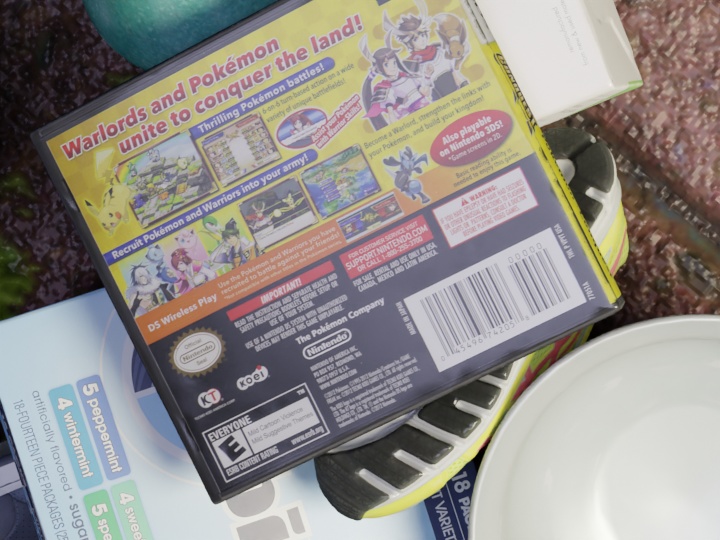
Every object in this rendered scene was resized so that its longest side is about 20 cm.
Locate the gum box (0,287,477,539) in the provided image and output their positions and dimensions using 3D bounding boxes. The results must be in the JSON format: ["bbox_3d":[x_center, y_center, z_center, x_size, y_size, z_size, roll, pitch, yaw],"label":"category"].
[{"bbox_3d":[-0.057,0.077,1.241,0.200,0.045,0.170,-19,91,-11],"label":"gum box"}]

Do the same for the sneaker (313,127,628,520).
[{"bbox_3d":[0.060,0.037,1.212,0.078,0.090,0.200,35,81,32],"label":"sneaker"}]

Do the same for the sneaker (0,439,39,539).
[{"bbox_3d":[-0.171,0.162,1.293,0.202,0.077,0.146,-26,93,9],"label":"sneaker"}]

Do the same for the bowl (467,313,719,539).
[{"bbox_3d":[0.148,0.109,1.210,0.201,0.090,0.201,1,102,4],"label":"bowl"}]

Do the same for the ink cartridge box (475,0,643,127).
[{"bbox_3d":[0.018,-0.075,1.212,0.200,0.117,0.067,-21,90,14],"label":"ink cartridge box"}]

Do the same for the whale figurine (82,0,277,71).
[{"bbox_3d":[-0.078,-0.149,1.175,0.159,0.200,0.104,-13,67,13],"label":"whale figurine"}]

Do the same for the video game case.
[{"bbox_3d":[-0.015,-0.023,1.152,0.200,0.026,0.181,-26,91,14],"label":"video game case"}]
